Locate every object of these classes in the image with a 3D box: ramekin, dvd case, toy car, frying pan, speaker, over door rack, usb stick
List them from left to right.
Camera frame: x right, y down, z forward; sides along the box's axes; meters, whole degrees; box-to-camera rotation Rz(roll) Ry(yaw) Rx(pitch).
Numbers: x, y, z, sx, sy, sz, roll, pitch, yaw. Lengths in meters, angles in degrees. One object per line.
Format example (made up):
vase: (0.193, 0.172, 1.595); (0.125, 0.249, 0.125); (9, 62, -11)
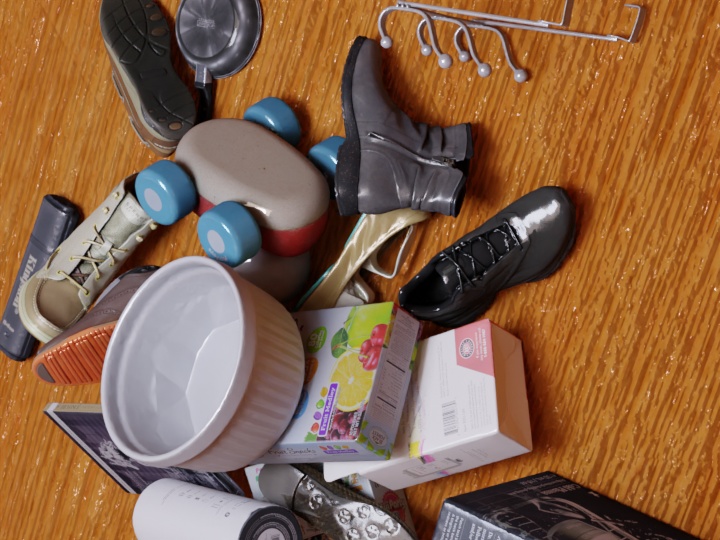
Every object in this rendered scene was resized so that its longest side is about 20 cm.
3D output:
usb stick: (-0.371, 0.008, 1.985); (0.055, 0.033, 0.201); (32, 110, 28)
dvd case: (-0.230, 0.191, 1.828); (0.199, 0.149, 0.016); (-4, 46, 46)
frying pan: (-0.172, -0.230, 1.842); (0.115, 0.031, 0.191); (40, 110, 28)
ramekin: (-0.144, 0.096, 1.640); (0.199, 0.105, 0.202); (-21, 58, 37)
speaker: (-0.146, 0.258, 1.725); (0.199, 0.081, 0.082); (3, 94, 52)
toy car: (-0.111, -0.037, 1.753); (0.176, 0.184, 0.201); (32, 138, 29)
over door rack: (0.135, -0.209, 1.558); (0.199, 0.147, 0.067); (0, 90, 35)

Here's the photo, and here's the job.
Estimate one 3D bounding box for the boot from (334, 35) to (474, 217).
boot: (0.047, -0.136, 1.672); (0.130, 0.070, 0.202); (-1, 66, 8)

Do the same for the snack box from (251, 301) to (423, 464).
snack box: (-0.042, 0.110, 1.658); (0.199, 0.053, 0.143); (-7, 58, 43)

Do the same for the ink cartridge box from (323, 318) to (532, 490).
ink cartridge box: (0.059, 0.135, 1.651); (0.199, 0.067, 0.117); (-19, 59, 30)

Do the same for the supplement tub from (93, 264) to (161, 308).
supplement tub: (-0.185, 0.096, 1.808); (0.200, 0.122, 0.123); (40, 113, 26)

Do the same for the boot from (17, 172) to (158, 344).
boot: (-0.281, -0.016, 1.838); (0.072, 0.200, 0.155); (41, 117, -13)

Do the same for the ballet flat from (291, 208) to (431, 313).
ballet flat: (0.000, 0.000, 1.714); (0.063, 0.069, 0.201); (40, 115, 11)

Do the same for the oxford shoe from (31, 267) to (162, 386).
oxford shoe: (-0.241, 0.052, 1.745); (0.199, 0.072, 0.073); (-24, 45, -4)

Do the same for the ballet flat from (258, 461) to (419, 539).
ballet flat: (-0.013, 0.242, 1.677); (0.199, 0.046, 0.068); (28, 98, 23)

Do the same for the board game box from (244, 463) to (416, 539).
board game box: (-0.019, 0.271, 1.741); (0.147, 0.064, 0.201); (-22, 82, 32)

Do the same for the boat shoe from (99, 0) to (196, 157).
boat shoe: (-0.236, -0.209, 1.856); (0.074, 0.075, 0.201); (119, 137, -54)

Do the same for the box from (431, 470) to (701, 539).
box: (0.185, 0.277, 1.519); (0.196, 0.199, 0.125); (23, 104, 31)

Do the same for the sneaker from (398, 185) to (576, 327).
sneaker: (0.118, -0.008, 1.616); (0.200, 0.091, 0.076); (-42, 68, 27)
